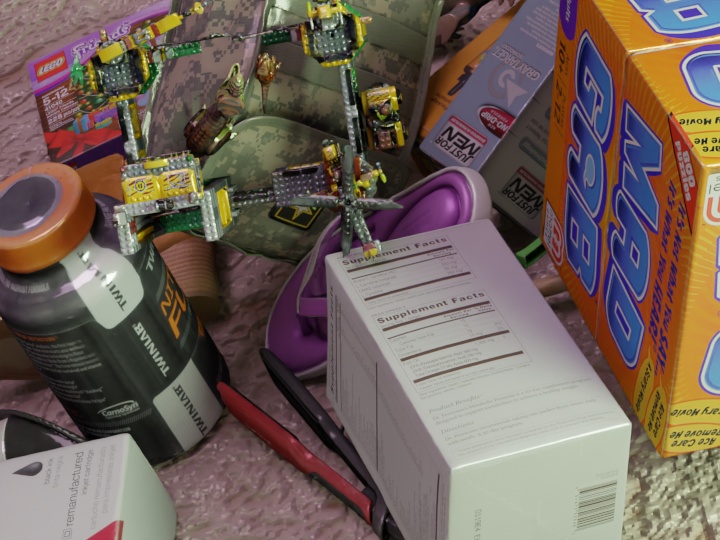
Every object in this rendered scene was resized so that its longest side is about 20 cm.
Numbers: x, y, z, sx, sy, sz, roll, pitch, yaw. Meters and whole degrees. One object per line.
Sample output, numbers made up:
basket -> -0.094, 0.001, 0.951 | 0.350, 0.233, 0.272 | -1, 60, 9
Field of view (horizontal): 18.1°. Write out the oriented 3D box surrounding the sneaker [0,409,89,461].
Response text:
sneaker -> -0.242, 0.135, 1.453 | 0.198, 0.074, 0.089 | 5, 66, 32

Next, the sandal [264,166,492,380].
sandal -> -0.002, -0.006, 1.414 | 0.202, 0.050, 0.083 | -40, 51, 31

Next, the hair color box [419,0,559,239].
hair color box -> 0.138, -0.126, 1.442 | 0.201, 0.099, 0.061 | -54, 45, 1

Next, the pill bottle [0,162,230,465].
pill bottle -> -0.165, 0.025, 1.415 | 0.105, 0.201, 0.107 | -14, 44, 15

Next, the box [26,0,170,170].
box -> -0.147, -0.146, 1.695 | 0.199, 0.039, 0.137 | -25, 41, 2

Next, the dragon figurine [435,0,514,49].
dragon figurine -> 0.092, -0.213, 1.565 | 0.199, 0.059, 0.099 | -36, 6, 31

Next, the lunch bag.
lunch bag -> -0.048, -0.104, 1.461 | 0.117, 0.163, 0.202 | 7, 83, 47

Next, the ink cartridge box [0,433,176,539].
ink cartridge box -> -0.221, 0.196, 1.362 | 0.198, 0.084, 0.146 | -13, 44, 14

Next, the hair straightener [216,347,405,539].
hair straightener -> -0.004, 0.100, 1.379 | 0.077, 0.041, 0.200 | -41, 44, -15

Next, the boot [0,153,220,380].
boot -> -0.196, -0.008, 1.552 | 0.199, 0.071, 0.145 | -13, 50, -6

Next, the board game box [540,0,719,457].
board game box -> 0.230, -0.052, 1.252 | 0.198, 0.201, 0.201 | -10, 40, -13

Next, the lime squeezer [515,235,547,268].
lime squeezer -> 0.170, -0.048, 1.422 | 0.198, 0.038, 0.071 | -19, 5, -21

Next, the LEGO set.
LEGO set -> -0.074, -0.083, 1.310 | 0.198, 0.155, 0.116 | -1, 8, 4

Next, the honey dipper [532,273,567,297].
honey dipper -> 0.088, 0.017, 1.423 | 0.198, 0.038, 0.038 | -15, 43, 18

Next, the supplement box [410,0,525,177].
supplement box -> 0.119, -0.136, 1.533 | 0.200, 0.069, 0.066 | -39, 42, -15

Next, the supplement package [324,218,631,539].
supplement package -> 0.062, 0.078, 1.295 | 0.109, 0.115, 0.200 | -12, 40, -16
